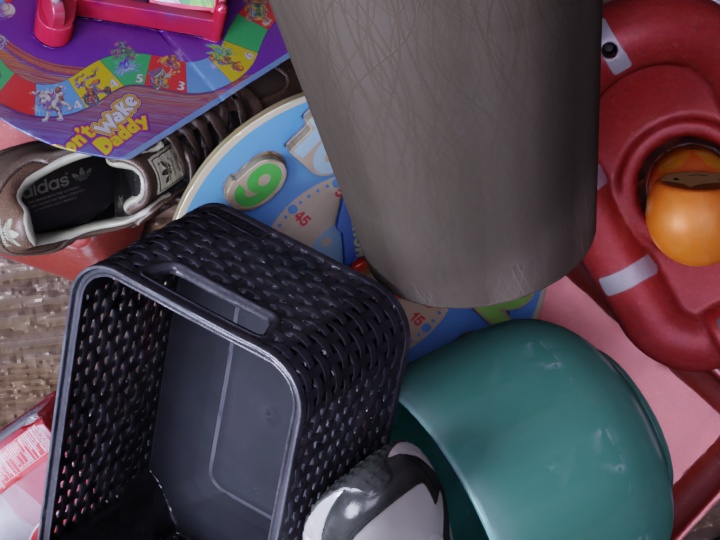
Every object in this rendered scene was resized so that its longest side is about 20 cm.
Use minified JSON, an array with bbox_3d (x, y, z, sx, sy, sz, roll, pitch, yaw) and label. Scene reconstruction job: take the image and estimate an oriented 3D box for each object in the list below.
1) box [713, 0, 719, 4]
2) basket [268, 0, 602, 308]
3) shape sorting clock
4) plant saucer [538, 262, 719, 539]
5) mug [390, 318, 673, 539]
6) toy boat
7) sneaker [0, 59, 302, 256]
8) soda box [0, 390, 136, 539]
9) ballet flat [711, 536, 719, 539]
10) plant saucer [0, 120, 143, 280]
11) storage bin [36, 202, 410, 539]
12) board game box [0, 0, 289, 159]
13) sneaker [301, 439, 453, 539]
[{"bbox_3d":[0.188,-0.176,1.414,0.200,0.048,0.159,28,97,-2],"label":"box"},{"bbox_3d":[0.042,-0.094,1.259,0.180,0.136,0.200,9,130,30],"label":"basket"},{"bbox_3d":[0.000,0.000,1.383,0.200,0.039,0.200,-5,111,-13],"label":"shape sorting clock"},{"bbox_3d":[0.082,0.088,1.451,0.200,0.037,0.200,42,95,-3],"label":"plant saucer"},{"bbox_3d":[0.088,0.114,1.364,0.114,0.152,0.185,-27,121,-18],"label":"mug"},{"bbox_3d":[0.162,-0.039,1.346,0.130,0.131,0.200,-30,102,7],"label":"toy boat"},{"bbox_3d":[-0.100,-0.052,1.377,0.200,0.076,0.071,-25,113,-17],"label":"sneaker"},{"bbox_3d":[-0.129,0.164,1.445,0.063,0.070,0.200,-36,95,8],"label":"soda box"},{"bbox_3d":[0.189,0.185,1.439,0.200,0.076,0.064,-34,114,-8],"label":"ballet flat"},{"bbox_3d":[-0.190,-0.111,1.428,0.200,0.037,0.200,19,96,-2],"label":"plant saucer"},{"bbox_3d":[-0.068,0.086,1.318,0.135,0.094,0.200,27,124,25],"label":"storage bin"},{"bbox_3d":[-0.116,-0.148,1.360,0.200,0.039,0.158,-34,73,-26],"label":"board game box"},{"bbox_3d":[0.028,0.154,1.299,0.074,0.200,0.080,-35,56,-13],"label":"sneaker"}]
